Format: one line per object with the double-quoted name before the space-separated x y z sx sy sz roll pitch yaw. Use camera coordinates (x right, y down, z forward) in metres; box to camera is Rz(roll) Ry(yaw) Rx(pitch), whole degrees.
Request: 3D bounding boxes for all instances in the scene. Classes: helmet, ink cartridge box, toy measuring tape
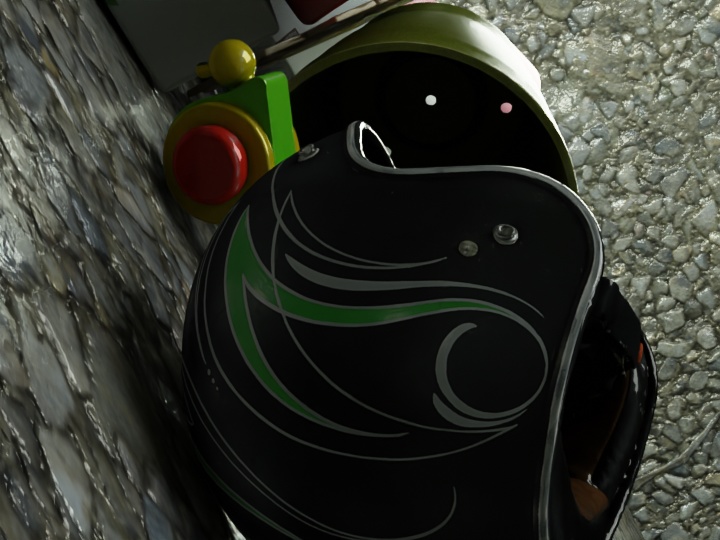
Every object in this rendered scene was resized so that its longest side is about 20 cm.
"helmet" 0.017 0.041 0.961 0.200 0.190 0.201 10 90 -68
"ink cartridge box" -0.129 -0.225 1.345 0.147 0.083 0.200 59 7 -39
"toy measuring tape" -0.065 -0.022 1.209 0.074 0.073 0.201 -81 165 -79

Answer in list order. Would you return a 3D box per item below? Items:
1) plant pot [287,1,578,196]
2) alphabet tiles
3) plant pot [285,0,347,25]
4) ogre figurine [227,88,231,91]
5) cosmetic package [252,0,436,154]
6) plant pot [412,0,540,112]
"plant pot" 0.035 -0.074 1.386 0.201 0.200 0.193 61 17 -19
"alphabet tiles" -0.009 -0.157 1.433 0.166 0.200 0.006 -20 -84 56
"plant pot" 0.002 -0.270 1.326 0.183 0.200 0.200 57 7 -4
"ogre figurine" -0.063 -0.182 1.686 0.200 0.098 0.121 -16 91 -51
"cosmetic package" -0.024 -0.148 1.572 0.081 0.113 0.200 -4 -55 56
"plant pot" 0.054 -0.194 2.320 0.179 0.200 0.200 42 15 -26
